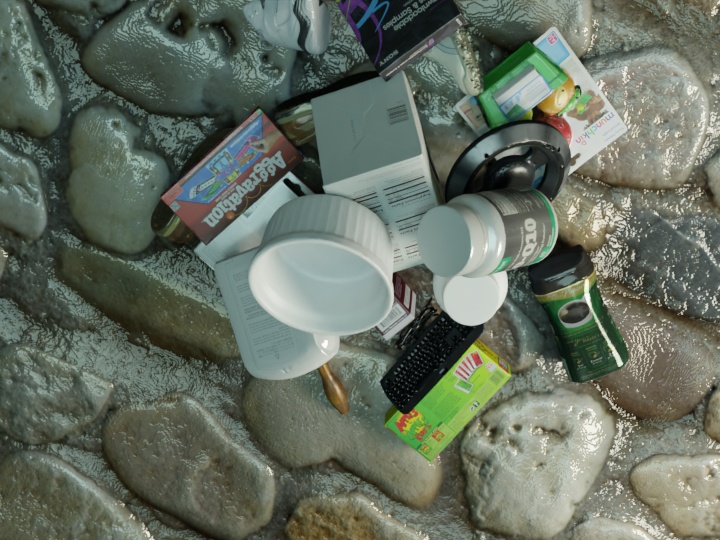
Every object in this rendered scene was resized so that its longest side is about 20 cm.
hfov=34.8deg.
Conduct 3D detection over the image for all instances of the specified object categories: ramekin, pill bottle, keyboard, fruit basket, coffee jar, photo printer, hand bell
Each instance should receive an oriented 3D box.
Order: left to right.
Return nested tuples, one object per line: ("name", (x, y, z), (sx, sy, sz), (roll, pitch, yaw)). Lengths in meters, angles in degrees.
("photo printer", (-0.121, 0.060, 1.706), (0.165, 0.069, 0.202), (-19, 89, 36))
("hand bell", (-0.062, 0.151, 1.836), (0.103, 0.104, 0.201), (-21, 117, 9))
("ramekin", (-0.048, -0.010, 1.555), (0.198, 0.099, 0.202), (6, 141, 5))
("keyboard", (0.098, 0.124, 1.807), (0.200, 0.039, 0.104), (-49, 63, 15))
("pill bottle", (0.162, 0.009, 1.707), (0.111, 0.200, 0.114), (1, 108, 2))
("pill bottle", (0.174, -0.051, 1.573), (0.112, 0.199, 0.115), (10, 105, 41))
("fruit basket", (0.267, -0.223, 1.686), (0.184, 0.094, 0.201), (-36, 106, 13))
("coffee jar", (0.335, 0.065, 1.776), (0.103, 0.085, 0.202), (-21, 106, 13))

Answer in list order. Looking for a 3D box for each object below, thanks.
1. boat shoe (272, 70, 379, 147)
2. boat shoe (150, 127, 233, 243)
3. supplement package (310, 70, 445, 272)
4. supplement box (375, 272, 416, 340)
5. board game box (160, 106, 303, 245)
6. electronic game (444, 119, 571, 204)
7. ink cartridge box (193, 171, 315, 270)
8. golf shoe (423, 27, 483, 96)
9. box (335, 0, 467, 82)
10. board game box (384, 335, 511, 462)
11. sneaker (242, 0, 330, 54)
("boat shoe", (-0.030, -0.239, 1.712), (0.198, 0.076, 0.075), (-16, 112, 16))
("boat shoe", (-0.240, -0.128, 1.762), (0.067, 0.072, 0.201), (31, 101, -41))
("supplement package", (0.033, -0.134, 1.639), (0.145, 0.193, 0.201), (-16, 136, 7))
("supplement box", (0.000, 0.000, 1.762), (0.061, 0.109, 0.200), (-38, 101, 15))
("board game box", (-0.191, -0.139, 1.710), (0.200, 0.019, 0.103), (-41, 111, 6))
("electronic game", (0.215, -0.134, 1.671), (0.198, 0.042, 0.201), (-13, 136, -13))
("ink cartridge box", (-0.153, -0.070, 1.779), (0.109, 0.050, 0.200), (42, 104, -9))
("golf shoe", (0.108, -0.329, 1.659), (0.097, 0.078, 0.202), (-29, 79, 22))
("box", (0.043, -0.387, 1.619), (0.142, 0.036, 0.201), (-35, 69, 14))
("board game box", (0.139, 0.201, 1.850), (0.101, 0.048, 0.200), (38, 105, -8))
("sneaker", (-0.111, -0.407, 1.637), (0.114, 0.075, 0.202), (2, 114, 23))
